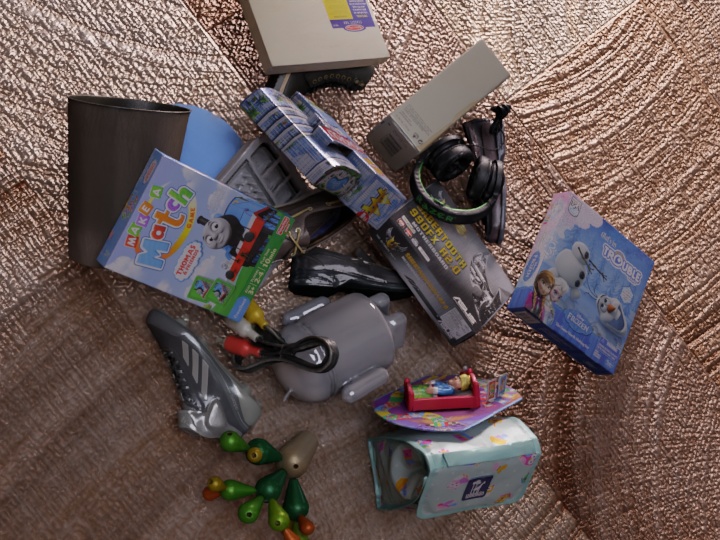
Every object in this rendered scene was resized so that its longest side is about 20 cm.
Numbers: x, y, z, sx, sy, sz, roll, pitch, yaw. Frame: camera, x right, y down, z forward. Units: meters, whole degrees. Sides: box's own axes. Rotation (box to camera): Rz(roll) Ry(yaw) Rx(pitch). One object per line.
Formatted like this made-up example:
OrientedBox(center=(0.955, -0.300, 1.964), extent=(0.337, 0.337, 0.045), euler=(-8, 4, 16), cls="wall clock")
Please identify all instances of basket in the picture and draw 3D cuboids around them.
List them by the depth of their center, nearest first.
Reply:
OrientedBox(center=(-0.294, -0.108, 1.380), extent=(0.136, 0.180, 0.200), euler=(12, 102, 18), cls="basket")

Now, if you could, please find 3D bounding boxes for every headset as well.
OrientedBox(center=(0.153, -0.152, 1.564), extent=(0.123, 0.094, 0.200), euler=(33, 53, 8), cls="headset")

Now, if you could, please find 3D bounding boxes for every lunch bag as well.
OrientedBox(center=(0.122, 0.254, 1.458), extent=(0.170, 0.200, 0.122), euler=(-4, 80, -22), cls="lunch bag")

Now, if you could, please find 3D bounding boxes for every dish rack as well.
OrientedBox(center=(-0.156, -0.067, 1.477), extent=(0.200, 0.044, 0.172), euler=(-54, 139, -22), cls="dish rack")

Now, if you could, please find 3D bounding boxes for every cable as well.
OrientedBox(center=(-0.114, 0.099, 1.405), extent=(0.050, 0.200, 0.097), euler=(18, 93, -44), cls="cable")

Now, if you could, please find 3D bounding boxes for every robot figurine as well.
OrientedBox(center=(-0.034, 0.104, 1.480), extent=(0.200, 0.113, 0.170), euler=(-25, 51, -23), cls="robot figurine")

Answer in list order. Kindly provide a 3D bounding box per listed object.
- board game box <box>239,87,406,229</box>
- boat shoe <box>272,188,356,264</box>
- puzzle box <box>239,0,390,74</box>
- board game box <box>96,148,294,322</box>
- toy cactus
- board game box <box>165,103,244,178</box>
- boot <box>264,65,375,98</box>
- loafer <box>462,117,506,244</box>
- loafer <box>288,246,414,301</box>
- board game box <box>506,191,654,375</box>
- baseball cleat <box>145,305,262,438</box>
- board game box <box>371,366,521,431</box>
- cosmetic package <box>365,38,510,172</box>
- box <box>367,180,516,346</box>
OrientedBox(center=(-0.038, -0.148, 1.460), extent=(0.062, 0.200, 0.200), euler=(-46, 73, 9), cls="board game box")
OrientedBox(center=(-0.086, -0.052, 1.484), extent=(0.200, 0.059, 0.072), euler=(-31, 129, -39), cls="boat shoe")
OrientedBox(center=(-0.064, -0.341, 1.549), extent=(0.200, 0.025, 0.133), euler=(-11, 75, -34), cls="puzzle box")
OrientedBox(center=(-0.198, -0.039, 1.361), extent=(0.200, 0.037, 0.151), euler=(25, 96, -35), cls="board game box")
OrientedBox(center=(-0.110, 0.273, 1.434), extent=(0.200, 0.102, 0.165), euler=(51, 43, -9), cls="toy cactus")
OrientedBox(center=(-0.243, -0.120, 1.493), extent=(0.158, 0.039, 0.200), euler=(27, 81, -11), cls="board game box")
OrientedBox(center=(-0.053, -0.267, 1.580), extent=(0.138, 0.077, 0.200), euler=(28, 71, -18), cls="boot")
OrientedBox(center=(0.181, -0.132, 1.645), extent=(0.063, 0.072, 0.200), euler=(2, 70, -1), cls="loafer")
OrientedBox(center=(0.000, 0.000, 1.541), extent=(0.200, 0.073, 0.072), euler=(7, 72, -20), cls="loafer")
OrientedBox(center=(0.330, 0.020, 1.647), extent=(0.200, 0.043, 0.199), euler=(35, 68, -26), cls="board game box")
OrientedBox(center=(-0.218, 0.142, 1.428), extent=(0.200, 0.070, 0.106), euler=(44, 67, -5), cls="baseball cleat")
OrientedBox(center=(0.112, 0.157, 1.480), extent=(0.200, 0.158, 0.039), euler=(-17, 111, -47), cls="board game box")
OrientedBox(center=(0.112, -0.239, 1.617), extent=(0.200, 0.104, 0.073), euler=(-41, 94, -22), cls="cosmetic package")
OrientedBox(center=(0.118, -0.013, 1.560), extent=(0.200, 0.048, 0.158), euler=(55, 37, -2), cls="box")
